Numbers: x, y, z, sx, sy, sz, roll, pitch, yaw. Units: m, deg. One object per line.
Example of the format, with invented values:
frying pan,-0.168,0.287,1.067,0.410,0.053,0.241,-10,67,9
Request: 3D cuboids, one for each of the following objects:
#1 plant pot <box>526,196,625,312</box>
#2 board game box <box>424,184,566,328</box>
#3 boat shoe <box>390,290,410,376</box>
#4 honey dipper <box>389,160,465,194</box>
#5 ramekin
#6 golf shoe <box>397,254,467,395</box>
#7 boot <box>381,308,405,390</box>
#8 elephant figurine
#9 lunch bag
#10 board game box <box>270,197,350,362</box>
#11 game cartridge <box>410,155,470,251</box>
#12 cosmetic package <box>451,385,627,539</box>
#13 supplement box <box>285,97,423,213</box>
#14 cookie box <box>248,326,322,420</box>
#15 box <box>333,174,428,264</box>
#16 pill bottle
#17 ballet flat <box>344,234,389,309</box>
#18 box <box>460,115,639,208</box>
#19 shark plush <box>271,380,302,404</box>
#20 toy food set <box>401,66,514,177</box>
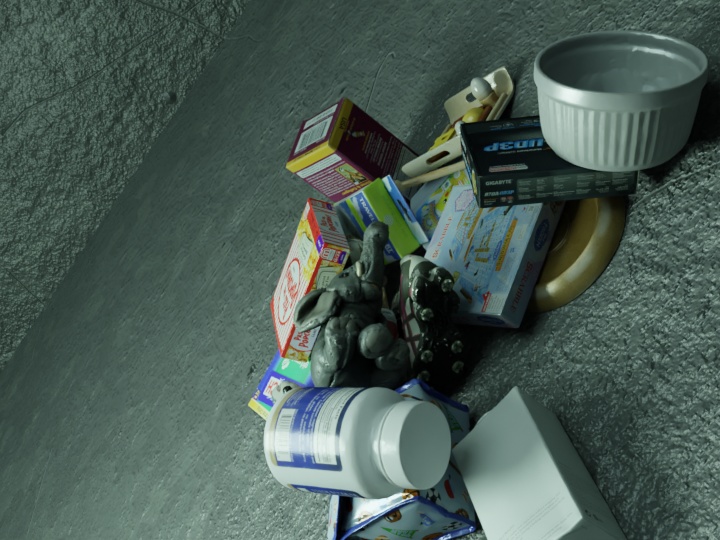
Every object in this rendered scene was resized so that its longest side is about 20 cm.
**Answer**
plant pot,0.251,-0.042,1.205,0.199,0.027,0.202,-38,34,32
board game box,0.165,-0.025,1.247,0.198,0.041,0.202,1,63,55
boat shoe,0.071,0.079,1.337,0.067,0.057,0.201,-45,31,21
honey dipper,0.137,-0.152,1.398,0.197,0.038,0.038,-19,40,12
ramekin,0.305,-0.201,1.114,0.196,0.106,0.201,-4,33,2
golf shoe,0.088,0.075,1.212,0.088,0.076,0.203,-134,36,-56
boot,0.010,0.169,1.292,0.201,0.071,0.146,113,154,-47
elephant figurine,-0.012,0.061,1.199,0.153,0.143,0.202,-13,43,-4
lunch bag,0.032,0.256,1.149,0.199,0.123,0.172,-34,36,36
board game box,-0.080,0.014,1.430,0.152,0.046,0.202,-112,39,-59
game cartridge,0.139,-0.093,1.429,0.134,0.040,0.201,-51,28,20
cosmetic package,0.182,0.234,0.982,0.113,0.081,0.201,-46,29,18
supplement box,-0.003,-0.176,1.560,0.130,0.199,0.104,-17,46,50
cookie box,-0.074,0.162,1.465,0.202,0.075,0.171,-61,29,-6
box,0.017,-0.067,1.466,0.047,0.123,0.199,-35,6,-26
pill bottle,-0.003,0.191,1.040,0.198,0.119,0.121,-6,55,43
ballet flat,0.000,0.000,1.390,0.069,0.066,0.201,-16,48,-10
box,0.232,-0.143,1.177,0.196,0.047,0.160,-5,33,1
shark plush,-0.062,0.243,1.332,0.083,0.202,0.090,-39,-12,34
toy food set,0.152,-0.237,1.479,0.143,0.061,0.201,-25,23,45
